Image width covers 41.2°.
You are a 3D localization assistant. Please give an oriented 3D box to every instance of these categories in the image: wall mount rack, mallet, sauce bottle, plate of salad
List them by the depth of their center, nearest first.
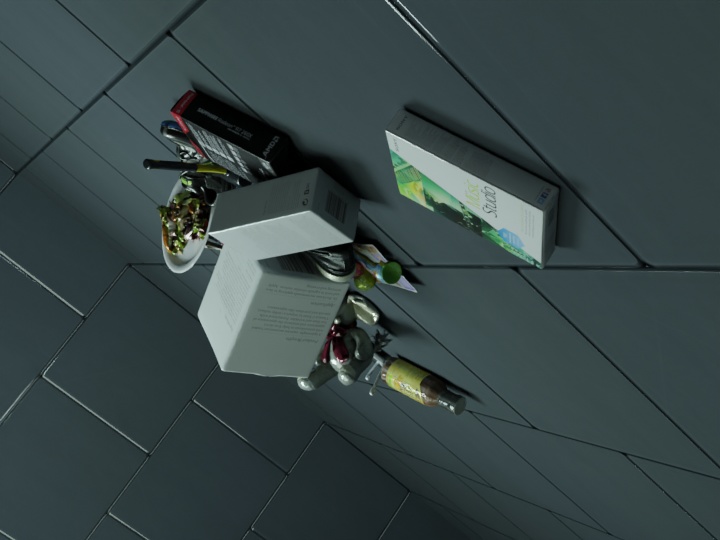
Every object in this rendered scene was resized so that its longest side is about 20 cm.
[{"bbox_3d":[-0.260,-0.164,1.505,0.199,0.041,0.066,3,-159,-43],"label":"mallet"},{"bbox_3d":[-0.324,-0.096,1.747,0.048,0.201,0.200,13,-179,-36],"label":"plate of salad"},{"bbox_3d":[0.131,0.242,1.990,0.200,0.065,0.065,23,160,41],"label":"sauce bottle"},{"bbox_3d":[-0.008,0.194,2.089,0.200,0.075,0.174,37,179,-5],"label":"wall mount rack"}]

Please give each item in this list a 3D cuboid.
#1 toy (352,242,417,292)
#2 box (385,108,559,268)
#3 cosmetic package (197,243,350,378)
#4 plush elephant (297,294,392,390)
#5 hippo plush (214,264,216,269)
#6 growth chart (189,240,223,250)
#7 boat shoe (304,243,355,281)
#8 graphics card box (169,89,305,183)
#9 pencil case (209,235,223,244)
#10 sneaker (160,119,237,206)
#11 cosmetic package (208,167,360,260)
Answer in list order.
[{"bbox_3d":[0.000,0.000,1.579,0.115,0.047,0.200,45,162,-24],"label":"toy"},{"bbox_3d":[0.124,-0.088,1.059,0.200,0.036,0.144,31,164,22],"label":"box"},{"bbox_3d":[-0.148,0.048,1.587,0.164,0.201,0.165,10,-152,-32],"label":"cosmetic package"},{"bbox_3d":[-0.039,0.119,1.856,0.164,0.200,0.155,-13,107,54],"label":"plush elephant"},{"bbox_3d":[-0.225,0.027,2.070,0.161,0.159,0.200,60,-160,-18],"label":"hippo plush"},{"bbox_3d":[-0.262,-0.039,1.848,0.199,0.018,0.145,18,-178,-22],"label":"growth chart"},{"bbox_3d":[-0.085,-0.064,1.513,0.199,0.074,0.066,43,148,26],"label":"boat shoe"},{"bbox_3d":[-0.176,-0.182,1.416,0.200,0.051,0.126,30,164,27],"label":"graphics card box"},{"bbox_3d":[-0.266,-0.092,1.831,0.200,0.083,0.091,22,174,42],"label":"pencil case"},{"bbox_3d":[-0.269,-0.175,1.585,0.071,0.083,0.200,26,161,34],"label":"sneaker"},{"bbox_3d":[-0.110,-0.077,1.377,0.199,0.072,0.101,-10,150,36],"label":"cosmetic package"}]
